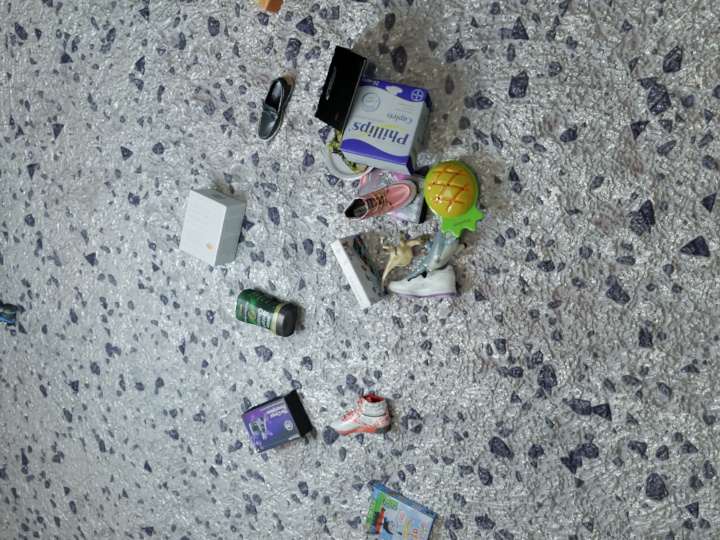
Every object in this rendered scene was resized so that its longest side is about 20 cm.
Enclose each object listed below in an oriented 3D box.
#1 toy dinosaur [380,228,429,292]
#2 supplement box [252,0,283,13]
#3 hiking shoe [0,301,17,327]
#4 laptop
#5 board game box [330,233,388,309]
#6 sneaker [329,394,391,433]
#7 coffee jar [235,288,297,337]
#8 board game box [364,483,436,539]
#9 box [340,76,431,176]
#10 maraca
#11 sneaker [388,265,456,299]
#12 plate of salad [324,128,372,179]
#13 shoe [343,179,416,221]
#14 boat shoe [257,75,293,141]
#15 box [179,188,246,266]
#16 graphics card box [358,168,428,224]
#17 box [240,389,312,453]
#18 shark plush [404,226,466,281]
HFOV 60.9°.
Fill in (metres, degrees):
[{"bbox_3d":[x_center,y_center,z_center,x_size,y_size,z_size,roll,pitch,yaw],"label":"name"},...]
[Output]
[{"bbox_3d":[0.095,-0.045,1.678,0.200,0.058,0.101,-47,60,11],"label":"toy dinosaur"},{"bbox_3d":[-0.310,-0.817,1.746,0.200,0.066,0.069,43,119,14],"label":"supplement box"},{"bbox_3d":[-1.527,0.173,2.570,0.198,0.074,0.088,17,107,23],"label":"hiking shoe"},{"bbox_3d":[-0.037,-0.475,1.607,0.200,0.115,0.189,38,117,40],"label":"laptop"},{"bbox_3d":[0.000,0.000,1.716,0.034,0.126,0.202,-28,87,28],"label":"board game box"},{"bbox_3d":[-0.006,0.428,1.842,0.199,0.067,0.110,-6,97,25],"label":"sneaker"},{"bbox_3d":[-0.291,0.134,1.917,0.198,0.085,0.106,17,108,23],"label":"coffee jar"},{"bbox_3d":[0.118,0.761,1.861,0.198,0.037,0.153,20,108,22],"label":"board game box"},{"bbox_3d":[0.067,-0.368,1.570,0.181,0.105,0.203,15,87,13],"label":"box"},{"bbox_3d":[0.237,-0.184,1.559,0.136,0.107,0.203,-21,76,15],"label":"maraca"},{"bbox_3d":[0.171,0.027,1.678,0.197,0.075,0.101,-2,80,28],"label":"sneaker"},{"bbox_3d":[-0.022,-0.348,1.674,0.198,0.048,0.203,-8,75,31],"label":"plate of salad"},{"bbox_3d":[0.049,-0.179,1.617,0.198,0.091,0.072,-20,91,30],"label":"shoe"},{"bbox_3d":[-0.260,-0.473,1.792,0.074,0.062,0.201,35,115,15],"label":"boat shoe"},{"bbox_3d":[-0.469,-0.139,1.941,0.151,0.106,0.202,24,110,20],"label":"box"},{"bbox_3d":[0.091,-0.212,1.670,0.198,0.051,0.127,19,108,22],"label":"graphics card box"},{"bbox_3d":[-0.272,0.491,1.986,0.199,0.079,0.143,-27,90,29],"label":"box"},{"bbox_3d":[0.198,-0.046,1.625,0.083,0.090,0.201,46,108,27],"label":"shark plush"}]
